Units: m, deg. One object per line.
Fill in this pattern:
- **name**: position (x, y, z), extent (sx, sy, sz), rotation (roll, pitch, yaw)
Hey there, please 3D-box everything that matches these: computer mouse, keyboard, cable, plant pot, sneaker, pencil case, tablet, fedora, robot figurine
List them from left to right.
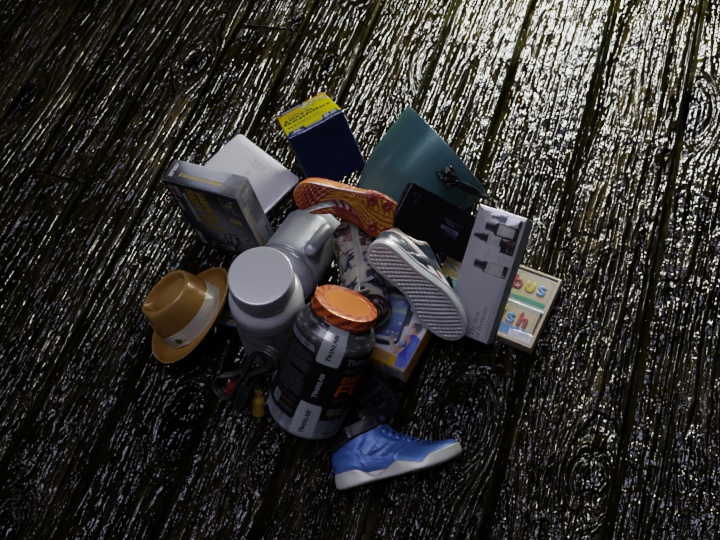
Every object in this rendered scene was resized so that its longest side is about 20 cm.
- **fedora**: position (-0.316, 0.061, 1.255), extent (0.199, 0.082, 0.203), rotation (-31, 38, 28)
- **tablet**: position (-0.228, -0.187, 1.454), extent (0.130, 0.014, 0.199), rotation (-45, 60, -12)
- **cable**: position (-0.176, 0.163, 1.140), extent (0.097, 0.201, 0.050), rotation (35, 42, 10)
- **robot figurine**: position (-0.109, -0.025, 1.258), extent (0.113, 0.169, 0.201), rotation (40, 51, -10)
- **computer mouse**: position (-0.010, 0.153, 1.139), extent (0.058, 0.201, 0.034), rotation (-37, 10, 25)
- **sneaker**: position (-0.009, -0.110, 1.175), extent (0.197, 0.077, 0.074), rotation (21, 111, 2)
- **pencil case**: position (0.000, 0.000, 1.164), extent (0.076, 0.090, 0.202), rotation (-1, 42, -9)
- **sneaker**: position (0.047, 0.253, 1.094), extent (0.197, 0.077, 0.113), rotation (-17, 72, 12)
- **plant pot**: position (0.093, -0.150, 1.250), extent (0.161, 0.200, 0.201), rotation (-44, 59, 8)
- **sneaker**: position (0.100, 0.014, 1.119), extent (0.078, 0.200, 0.080), rotation (-36, 10, 37)
- **keyboard**: position (0.152, -0.089, 1.166), extent (0.128, 0.198, 0.021), rotation (-61, 25, 8)

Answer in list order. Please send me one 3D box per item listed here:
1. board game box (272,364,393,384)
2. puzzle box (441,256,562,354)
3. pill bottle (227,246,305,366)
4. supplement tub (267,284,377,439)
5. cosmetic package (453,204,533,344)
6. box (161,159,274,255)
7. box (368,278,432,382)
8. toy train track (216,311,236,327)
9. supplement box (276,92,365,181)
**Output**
- **board game box**: position (-0.050, 0.120, 1.200), extent (0.196, 0.034, 0.136), rotation (-6, 60, -3)
- **puzzle box**: position (0.218, 0.041, 1.202), extent (0.198, 0.026, 0.134), rotation (21, 68, 24)
- **pill bottle**: position (-0.139, 0.058, 1.101), extent (0.111, 0.201, 0.115), rotation (0, 59, 1)
- **supplement tub**: position (-0.053, 0.132, 1.053), extent (0.122, 0.122, 0.202), rotation (34, 116, 28)
- **cosmetic package**: position (0.199, 0.006, 1.140), extent (0.082, 0.050, 0.203), rotation (19, 96, 27)
- **box**: position (-0.246, -0.102, 1.302), extent (0.156, 0.201, 0.049), rotation (17, 62, 21)
- **box**: position (0.067, 0.069, 1.177), extent (0.118, 0.042, 0.202), rotation (20, 64, 22)
- **toy train track**: position (-0.181, 0.096, 1.267), extent (0.196, 0.033, 0.116), rotation (5, 56, 10)
- **supplement box**: position (-0.076, -0.241, 1.337), extent (0.108, 0.111, 0.200), rotation (-27, 25, -2)
